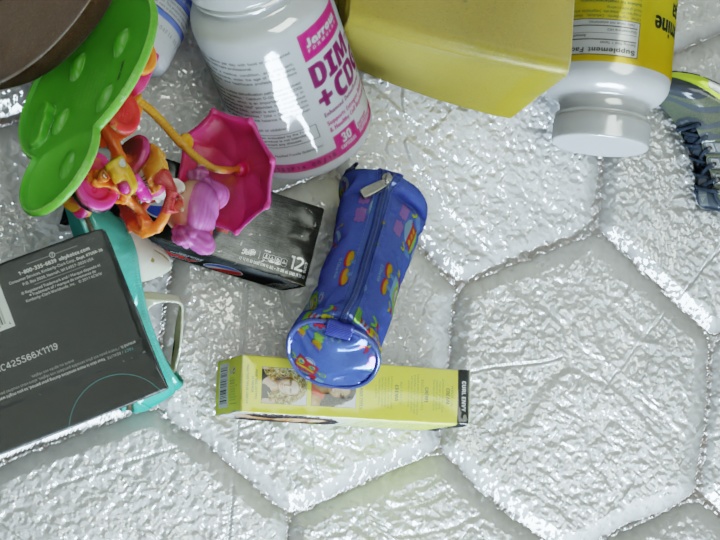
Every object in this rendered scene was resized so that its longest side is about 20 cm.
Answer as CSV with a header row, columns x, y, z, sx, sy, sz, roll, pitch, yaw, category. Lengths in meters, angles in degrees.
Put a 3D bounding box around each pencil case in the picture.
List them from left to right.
x,y,z,sx,sy,sz,roll,pitch,yaw,category
0.000,0.000,1.584,0.078,0.087,0.200,13,48,5,pencil case

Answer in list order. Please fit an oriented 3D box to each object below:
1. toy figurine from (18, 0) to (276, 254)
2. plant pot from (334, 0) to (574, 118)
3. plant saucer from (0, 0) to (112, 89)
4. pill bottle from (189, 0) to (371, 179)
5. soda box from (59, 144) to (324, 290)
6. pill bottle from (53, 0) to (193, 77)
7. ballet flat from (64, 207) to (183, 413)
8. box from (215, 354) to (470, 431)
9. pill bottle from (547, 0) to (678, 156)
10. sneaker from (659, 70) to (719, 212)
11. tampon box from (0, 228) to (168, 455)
x,y,z,sx,sy,sz,roll,pitch,yaw,category
-0.145,-0.081,1.471,0.184,0.150,0.200,36,49,-33,toy figurine
0.068,-0.250,1.623,0.176,0.200,0.200,6,83,-9,plant pot
-0.247,-0.218,1.504,0.034,0.200,0.200,37,71,-42,plant saucer
-0.068,-0.179,1.548,0.113,0.113,0.200,-40,136,-19,pill bottle
-0.136,-0.044,1.585,0.200,0.063,0.071,17,78,-19,soda box
-0.164,-0.266,1.571,0.112,0.112,0.200,29,75,-16,pill bottle
-0.178,0.018,1.533,0.070,0.067,0.200,-20,121,-17,ballet flat
-0.014,0.102,1.612,0.200,0.075,0.050,4,81,-19,box
0.219,-0.206,1.709,0.112,0.112,0.200,9,82,-20,pill bottle
0.325,-0.100,1.763,0.200,0.074,0.081,44,75,-10,sneaker
-0.256,0.061,1.456,0.150,0.200,0.126,-22,92,-22,tampon box
